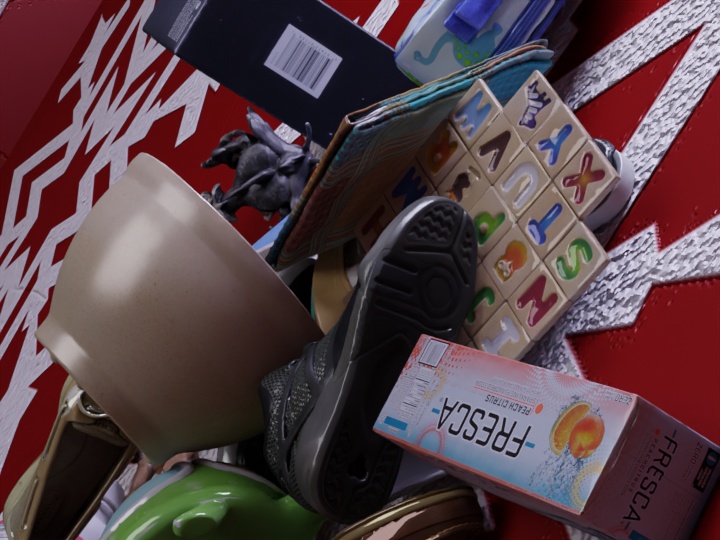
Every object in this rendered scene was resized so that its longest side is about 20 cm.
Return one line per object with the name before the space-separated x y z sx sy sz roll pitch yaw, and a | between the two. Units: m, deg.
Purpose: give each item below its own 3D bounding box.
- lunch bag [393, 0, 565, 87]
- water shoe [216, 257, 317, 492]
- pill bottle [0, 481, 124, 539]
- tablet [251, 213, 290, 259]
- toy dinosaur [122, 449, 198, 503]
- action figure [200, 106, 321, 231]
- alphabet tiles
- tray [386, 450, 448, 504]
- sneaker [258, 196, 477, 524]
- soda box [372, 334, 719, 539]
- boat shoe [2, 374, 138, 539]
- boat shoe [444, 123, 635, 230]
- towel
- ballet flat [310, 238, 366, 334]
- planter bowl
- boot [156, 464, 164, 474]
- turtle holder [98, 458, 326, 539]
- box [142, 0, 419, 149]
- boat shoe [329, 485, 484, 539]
lunch bag | 0.105 -0.207 1.104 0.200 0.082 0.161 -54 2 3
water shoe | -0.037 0.080 1.127 0.079 0.072 0.200 -6 54 35
pill bottle | -0.270 0.265 1.306 0.109 0.109 0.200 -30 35 50
tablet | -0.002 -0.065 1.162 0.130 0.014 0.200 -25 13 41
toy dinosaur | -0.132 0.185 1.151 0.200 0.086 0.136 -45 25 22
action figure | -0.094 -0.063 1.307 0.200 0.119 0.102 -30 -1 28
alphabet tiles | 0.067 -0.016 0.933 0.200 0.006 0.167 -50 47 25
tray | 0.042 0.067 0.985 0.107 0.022 0.200 -29 33 27
sneaker | -0.003 0.046 0.926 0.114 0.076 0.200 6 74 60
soda box | 0.089 0.087 0.791 0.064 0.068 0.200 -62 27 -7
boat shoe | -0.204 0.136 1.163 0.201 0.073 0.063 -55 27 10
boat shoe | 0.077 -0.040 0.980 0.200 0.060 0.076 -30 38 36
towel | 0.034 -0.074 1.016 0.200 0.022 0.147 -26 -23 -42
ballet flat | 0.000 0.000 1.133 0.063 0.069 0.200 -35 30 19
planter bowl | -0.126 0.042 1.018 0.135 0.200 0.200 -43 20 -9
boot | -0.146 0.099 1.311 0.155 0.074 0.200 -62 10 -11
turtle holder | -0.097 0.175 0.997 0.186 0.141 0.132 -67 20 10
box | -0.068 -0.189 1.345 0.104 0.200 0.182 -57 21 5
boat shoe | -0.001 0.195 0.887 0.200 0.072 0.068 -40 61 22
